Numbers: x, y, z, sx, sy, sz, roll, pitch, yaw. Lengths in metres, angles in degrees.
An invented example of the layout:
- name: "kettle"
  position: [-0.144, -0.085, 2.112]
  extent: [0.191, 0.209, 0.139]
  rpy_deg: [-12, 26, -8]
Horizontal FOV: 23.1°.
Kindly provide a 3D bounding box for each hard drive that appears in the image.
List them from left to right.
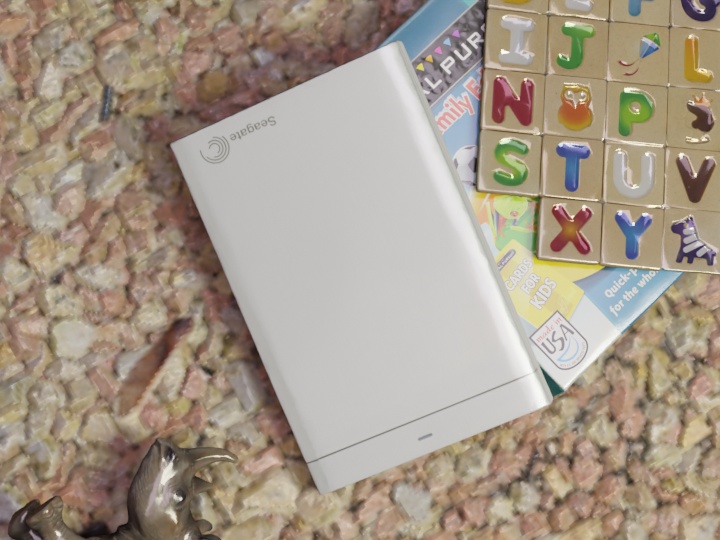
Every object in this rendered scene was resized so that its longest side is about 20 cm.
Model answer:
- name: "hard drive"
  position: [0.000, 0.000, 0.911]
  extent: [0.132, 0.027, 0.200]
  rpy_deg: [-23, 91, 13]

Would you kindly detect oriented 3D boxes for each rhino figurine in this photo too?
- name: "rhino figurine"
  position: [-0.142, 0.155, 0.890]
  extent: [0.200, 0.060, 0.088]
  rpy_deg: [-38, 100, -11]

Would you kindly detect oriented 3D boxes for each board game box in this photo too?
- name: "board game box"
  position: [0.089, -0.056, 0.950]
  extent: [0.151, 0.047, 0.200]
  rpy_deg: [-44, 87, -10]

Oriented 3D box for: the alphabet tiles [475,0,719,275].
- name: "alphabet tiles"
  position: [0.146, -0.099, 0.936]
  extent: [0.166, 0.006, 0.201]
  rpy_deg: [5, 78, -5]
